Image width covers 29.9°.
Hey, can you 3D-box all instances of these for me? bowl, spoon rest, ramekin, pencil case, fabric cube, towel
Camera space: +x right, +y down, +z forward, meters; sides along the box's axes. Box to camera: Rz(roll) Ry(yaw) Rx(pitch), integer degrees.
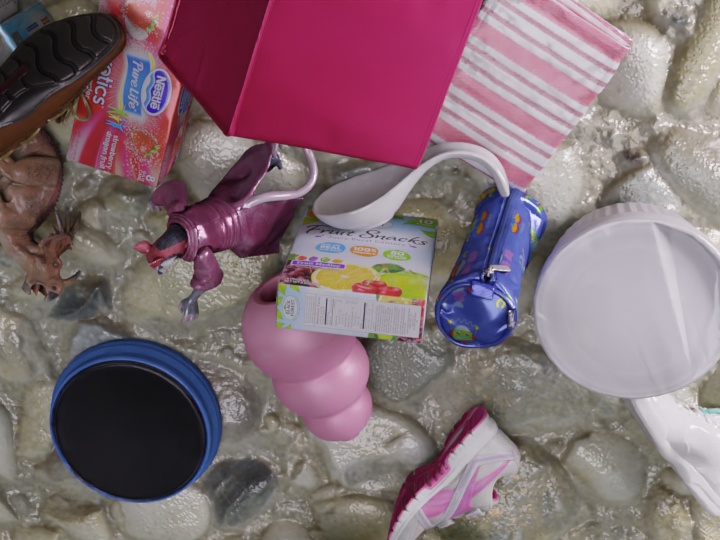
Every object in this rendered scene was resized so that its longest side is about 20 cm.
[{"bbox_3d":[-0.258,0.176,1.531,0.199,0.039,0.202,3,113,6],"label":"bowl"},{"bbox_3d":[0.047,-0.087,1.355,0.199,0.099,0.061,-11,113,7],"label":"spoon rest"},{"bbox_3d":[0.278,0.023,1.374,0.201,0.094,0.203,3,113,6],"label":"ramekin"},{"bbox_3d":[0.131,-0.008,1.319,0.078,0.200,0.087,21,128,4],"label":"pencil case"},{"bbox_3d":[-0.039,-0.229,1.209,0.199,0.200,0.197,5,117,-31],"label":"fabric cube"},{"bbox_3d":[0.155,-0.187,1.339,0.146,0.030,0.200,32,115,-6],"label":"towel"}]

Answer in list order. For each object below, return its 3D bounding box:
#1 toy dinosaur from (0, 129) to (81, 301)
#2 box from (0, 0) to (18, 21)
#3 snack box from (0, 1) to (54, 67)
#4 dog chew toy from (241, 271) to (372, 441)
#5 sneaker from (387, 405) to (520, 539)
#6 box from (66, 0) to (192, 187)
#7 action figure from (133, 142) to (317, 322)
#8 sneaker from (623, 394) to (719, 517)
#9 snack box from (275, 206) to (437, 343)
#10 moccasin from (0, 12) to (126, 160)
[{"bbox_3d":[-0.346,-0.080,1.416,0.135,0.086,0.201,13,97,-10],"label":"toy dinosaur"},{"bbox_3d":[-0.450,-0.295,1.270,0.199,0.199,0.131,6,114,4],"label":"box"},{"bbox_3d":[-0.407,-0.194,1.352,0.199,0.116,0.037,-29,107,17],"label":"snack box"},{"bbox_3d":[-0.046,0.098,1.434,0.124,0.125,0.201,-17,117,13],"label":"dog chew toy"},{"bbox_3d":[0.104,0.249,1.496,0.088,0.081,0.200,37,112,-7],"label":"sneaker"},{"bbox_3d":[-0.215,-0.198,1.339,0.099,0.096,0.201,18,113,-2],"label":"box"},{"bbox_3d":[-0.137,-0.041,1.338,0.149,0.200,0.134,-26,93,41],"label":"action figure"},{"bbox_3d":[0.356,0.169,1.447,0.088,0.075,0.200,-38,110,6],"label":"sneaker"},{"bbox_3d":[0.000,0.000,1.339,0.141,0.200,0.053,7,114,4],"label":"snack box"},{"bbox_3d":[-0.301,-0.169,1.279,0.201,0.078,0.074,-42,72,10],"label":"moccasin"}]
